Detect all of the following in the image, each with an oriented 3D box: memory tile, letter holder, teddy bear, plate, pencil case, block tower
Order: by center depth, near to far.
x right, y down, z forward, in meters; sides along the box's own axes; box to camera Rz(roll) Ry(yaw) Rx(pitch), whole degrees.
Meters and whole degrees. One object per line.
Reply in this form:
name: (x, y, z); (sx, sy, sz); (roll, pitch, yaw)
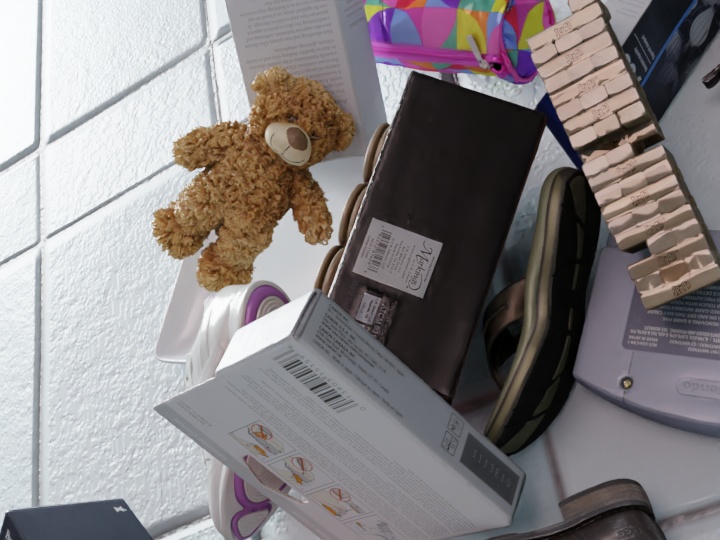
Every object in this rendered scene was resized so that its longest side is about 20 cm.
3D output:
block tower: (0.172, -0.077, 0.720); (0.057, 0.054, 0.203); (-24, 79, 21)
letter holder: (0.051, -0.011, 0.787); (0.099, 0.142, 0.203); (19, 79, 8)
memory tile: (0.000, 0.000, 0.834); (0.017, 0.153, 0.203); (18, 76, 16)
teddy bear: (-0.091, -0.067, 0.901); (0.198, 0.067, 0.146); (-30, 93, 21)
pencil case: (0.069, -0.208, 0.933); (0.198, 0.088, 0.089); (17, 77, 42)
plate: (-0.076, -0.006, 0.962); (0.197, 0.032, 0.203); (1, 67, 34)

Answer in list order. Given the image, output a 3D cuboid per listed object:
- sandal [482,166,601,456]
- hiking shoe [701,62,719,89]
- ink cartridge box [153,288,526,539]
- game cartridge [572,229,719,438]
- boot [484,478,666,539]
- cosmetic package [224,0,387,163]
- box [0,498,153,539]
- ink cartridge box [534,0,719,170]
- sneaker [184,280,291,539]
sandal: (0.118, 0.029, 0.761); (0.057, 0.079, 0.204); (11, 86, 36)
hiking shoe: (0.329, -0.140, 0.732); (0.199, 0.075, 0.102); (25, 90, 50)
ink cartridge box: (-0.017, 0.114, 0.738); (0.173, 0.200, 0.044); (-26, 29, 47)
game cartridge: (0.241, 0.041, 0.714); (0.198, 0.041, 0.135); (5, 74, 37)
boot: (0.130, 0.231, 0.648); (0.199, 0.069, 0.175); (-36, 38, 12)
cosmetic package: (-0.048, -0.196, 0.925); (0.100, 0.203, 0.071); (-5, 20, 20)
box: (-0.197, 0.302, 0.799); (0.199, 0.103, 0.184); (36, 112, 41)
ink cartridge box: (0.211, -0.169, 0.803); (0.039, 0.099, 0.201); (32, 88, 40)
sneaker: (-0.097, 0.110, 0.881); (0.099, 0.074, 0.204); (-1, 83, 46)
